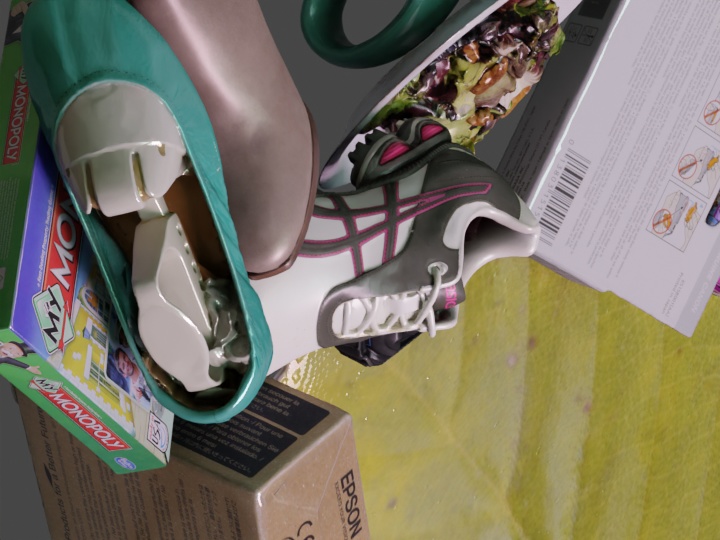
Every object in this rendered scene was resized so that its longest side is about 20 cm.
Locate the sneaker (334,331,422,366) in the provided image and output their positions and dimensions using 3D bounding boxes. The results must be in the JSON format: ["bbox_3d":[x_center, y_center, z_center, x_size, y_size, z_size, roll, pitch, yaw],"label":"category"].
[{"bbox_3d":[-0.031,0.000,1.126,0.200,0.111,0.077,4,106,-52],"label":"sneaker"}]

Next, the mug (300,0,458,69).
[{"bbox_3d":[0.039,-0.201,1.101,0.152,0.114,0.185,-37,134,-33],"label":"mug"}]

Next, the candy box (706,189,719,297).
[{"bbox_3d":[0.252,-0.091,1.470,0.136,0.061,0.200,31,85,-53],"label":"candy box"}]

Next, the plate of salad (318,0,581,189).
[{"bbox_3d":[0.062,-0.099,1.162,0.200,0.048,0.200,-37,173,-5],"label":"plate of salad"}]

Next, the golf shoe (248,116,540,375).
[{"bbox_3d":[0.000,0.000,1.041,0.200,0.088,0.077,-40,151,-33],"label":"golf shoe"}]

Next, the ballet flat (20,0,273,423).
[{"bbox_3d":[-0.085,-0.022,0.923,0.067,0.070,0.200,-19,111,7],"label":"ballet flat"}]

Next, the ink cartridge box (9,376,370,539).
[{"bbox_3d":[-0.075,0.137,1.101,0.075,0.165,0.200,-38,136,-35],"label":"ink cartridge box"}]

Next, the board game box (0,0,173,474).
[{"bbox_3d":[-0.118,-0.028,0.988,0.135,0.029,0.200,50,37,-51],"label":"board game box"}]

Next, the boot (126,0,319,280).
[{"bbox_3d":[-0.078,-0.112,0.971,0.070,0.200,0.146,-20,149,5],"label":"boot"}]

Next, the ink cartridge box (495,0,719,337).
[{"bbox_3d":[0.178,-0.081,1.366,0.174,0.044,0.200,28,86,-40],"label":"ink cartridge box"}]
